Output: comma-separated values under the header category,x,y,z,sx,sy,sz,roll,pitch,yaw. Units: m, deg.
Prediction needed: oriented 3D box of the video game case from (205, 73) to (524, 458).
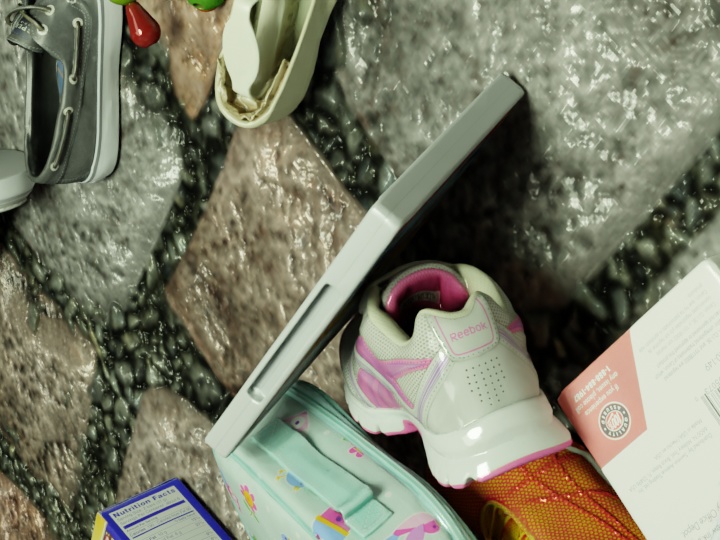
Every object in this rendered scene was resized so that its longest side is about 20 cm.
category,x,y,z,sx,sy,sz,roll,pitch,yaw
video game case,0.000,0.000,0.724,0.017,0.143,0.200,40,133,3

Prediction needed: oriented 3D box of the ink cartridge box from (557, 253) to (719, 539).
category,x,y,z,sx,sy,sz,roll,pitch,yaw
ink cartridge box,0.187,0.100,0.603,0.201,0.067,0.117,59,137,19

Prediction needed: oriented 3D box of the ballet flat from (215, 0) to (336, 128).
category,x,y,z,sx,sy,sz,roll,pitch,yaw
ballet flat,-0.040,-0.164,0.767,0.069,0.069,0.201,40,130,32

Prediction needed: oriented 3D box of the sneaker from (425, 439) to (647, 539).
category,x,y,z,sx,sy,sz,roll,pitch,yaw
sneaker,0.100,0.134,0.704,0.199,0.077,0.074,26,123,42

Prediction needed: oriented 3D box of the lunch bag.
category,x,y,z,sx,sy,sz,roll,pitch,yaw
lunch bag,0.004,0.154,0.768,0.200,0.077,0.161,31,147,50

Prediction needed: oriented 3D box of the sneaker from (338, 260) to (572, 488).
category,x,y,z,sx,sy,sz,roll,pitch,yaw
sneaker,0.037,0.034,0.703,0.200,0.081,0.089,-160,53,-69

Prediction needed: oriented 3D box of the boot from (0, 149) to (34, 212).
category,x,y,z,sx,sy,sz,roll,pitch,yaw
boot,-0.297,-0.039,1.101,0.199,0.073,0.096,12,117,54

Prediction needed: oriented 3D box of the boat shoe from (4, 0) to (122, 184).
category,x,y,z,sx,sy,sz,roll,pitch,yaw
boat shoe,-0.204,-0.152,0.953,0.070,0.066,0.201,25,120,41

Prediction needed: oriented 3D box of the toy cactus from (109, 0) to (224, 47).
category,x,y,z,sx,sy,sz,roll,pitch,yaw
toy cactus,-0.128,-0.216,0.798,0.166,0.102,0.200,65,162,1

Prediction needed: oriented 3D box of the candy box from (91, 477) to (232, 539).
category,x,y,z,sx,sy,sz,roll,pitch,yaw
candy box,-0.113,0.275,0.986,0.200,0.077,0.170,41,130,33
